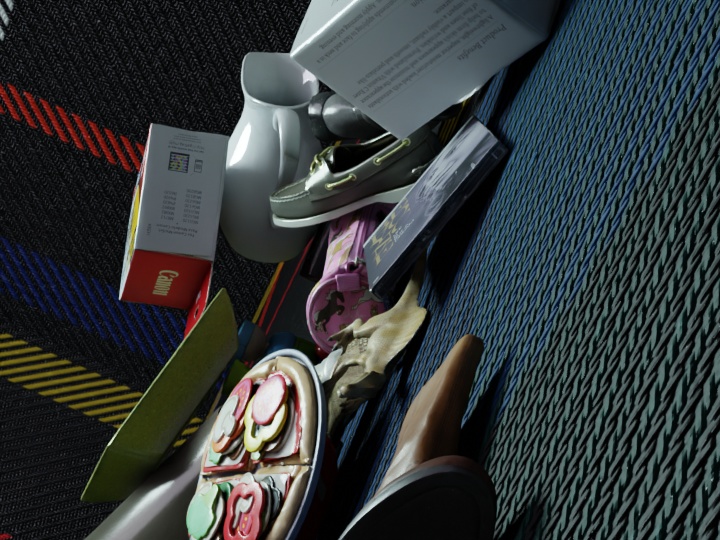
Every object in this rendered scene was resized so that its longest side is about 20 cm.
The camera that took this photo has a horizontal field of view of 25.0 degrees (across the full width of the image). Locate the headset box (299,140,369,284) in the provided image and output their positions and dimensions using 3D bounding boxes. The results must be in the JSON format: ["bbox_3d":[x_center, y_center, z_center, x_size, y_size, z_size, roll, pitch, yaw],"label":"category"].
[{"bbox_3d":[0.002,-0.048,1.685,0.200,0.074,0.150,-177,111,-85],"label":"headset box"}]

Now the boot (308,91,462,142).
[{"bbox_3d":[0.056,-0.163,1.637,0.199,0.131,0.071,-19,-79,-46],"label":"boot"}]

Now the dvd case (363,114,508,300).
[{"bbox_3d":[0.055,-0.056,1.304,0.149,0.016,0.200,-50,7,7],"label":"dvd case"}]

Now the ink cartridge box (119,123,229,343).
[{"bbox_3d":[-0.195,-0.029,1.659,0.200,0.083,0.178,127,150,-70],"label":"ink cartridge box"}]

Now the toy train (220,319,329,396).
[{"bbox_3d":[-0.089,0.128,1.622,0.201,0.115,0.085,-75,10,-60],"label":"toy train"}]

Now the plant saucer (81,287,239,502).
[{"bbox_3d":[-0.188,0.136,1.594,0.201,0.048,0.200,-56,1,-28],"label":"plant saucer"}]

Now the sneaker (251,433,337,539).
[{"bbox_3d":[-0.061,0.222,1.293,0.085,0.076,0.202,18,87,68],"label":"sneaker"}]

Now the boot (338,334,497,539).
[{"bbox_3d":[0.042,0.107,0.848,0.201,0.068,0.190,-62,-8,-48],"label":"boot"}]

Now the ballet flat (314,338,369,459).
[{"bbox_3d":[-0.035,0.125,1.361,0.202,0.065,0.071,-65,-6,2],"label":"ballet flat"}]

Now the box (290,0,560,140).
[{"bbox_3d":[0.069,-0.251,1.339,0.198,0.130,0.202,-31,31,49],"label":"box"}]

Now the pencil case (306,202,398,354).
[{"bbox_3d":[0.000,0.000,1.481,0.086,0.083,0.200,-37,15,20],"label":"pencil case"}]

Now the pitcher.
[{"bbox_3d":[-0.088,-0.101,1.682,0.172,0.119,0.202,-99,14,-57],"label":"pitcher"}]

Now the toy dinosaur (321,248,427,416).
[{"bbox_3d":[0.022,0.053,1.282,0.101,0.058,0.201,-39,18,42],"label":"toy dinosaur"}]

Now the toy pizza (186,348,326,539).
[{"bbox_3d":[-0.090,0.156,1.281,0.200,0.031,0.202,-41,38,43],"label":"toy pizza"}]

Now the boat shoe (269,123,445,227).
[{"bbox_3d":[-0.008,-0.090,1.495,0.200,0.061,0.072,-14,23,35],"label":"boat shoe"}]

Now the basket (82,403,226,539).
[{"bbox_3d":[-0.142,0.235,1.522,0.201,0.179,0.136,-55,2,18],"label":"basket"}]
